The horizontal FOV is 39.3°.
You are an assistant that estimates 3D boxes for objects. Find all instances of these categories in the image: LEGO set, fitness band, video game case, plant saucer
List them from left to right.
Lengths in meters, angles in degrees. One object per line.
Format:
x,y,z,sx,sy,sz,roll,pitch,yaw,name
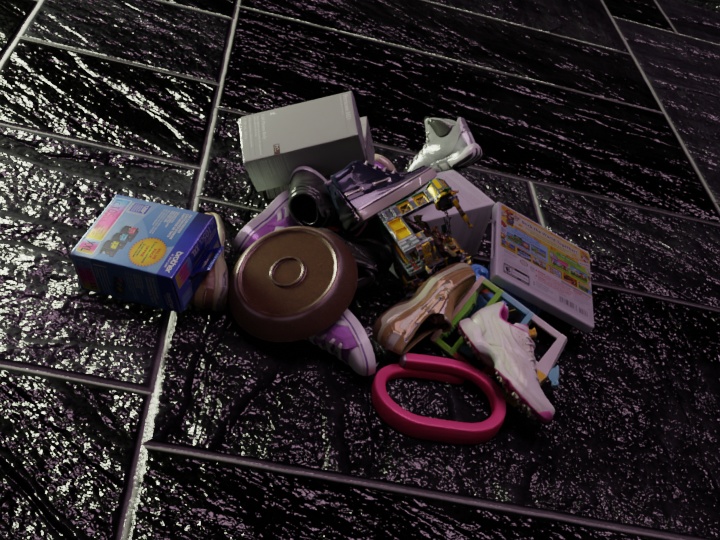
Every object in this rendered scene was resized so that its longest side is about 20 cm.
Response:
-0.104,0.010,1.472,0.198,0.035,0.202,-7,55,9,plant saucer
0.114,-0.031,1.579,0.152,0.201,0.116,-20,47,-15,LEGO set
0.113,0.183,1.447,0.197,0.038,0.144,9,36,-12,fitness band
0.301,-0.007,1.674,0.198,0.023,0.183,27,42,-16,video game case

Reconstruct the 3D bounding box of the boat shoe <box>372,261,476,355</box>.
0.113,0.064,1.517,0.199,0.072,0.076,-37,53,-23,boat shoe

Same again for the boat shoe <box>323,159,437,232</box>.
0.032,-0.146,1.610,0.199,0.075,0.093,-31,87,-35,boat shoe

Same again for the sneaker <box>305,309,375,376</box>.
-0.065,0.093,1.476,0.113,0.073,0.201,-25,56,-22,sneaker

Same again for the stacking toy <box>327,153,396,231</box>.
-0.010,-0.131,1.792,0.085,0.086,0.200,27,40,13,stacking toy

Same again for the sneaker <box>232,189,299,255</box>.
-0.119,-0.052,1.636,0.114,0.073,0.201,36,37,2,sneaker

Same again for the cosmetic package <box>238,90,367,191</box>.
-0.094,-0.214,1.674,0.198,0.090,0.108,-16,54,6,cosmetic package

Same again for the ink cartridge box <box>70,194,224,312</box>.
-0.290,-0.023,1.444,0.198,0.077,0.137,13,49,16,ink cartridge box

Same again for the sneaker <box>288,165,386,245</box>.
-0.038,-0.082,1.629,0.199,0.071,0.100,33,34,-10,sneaker

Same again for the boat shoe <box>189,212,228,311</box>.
-0.242,-0.019,1.529,0.073,0.076,0.201,2,37,-13,boat shoe

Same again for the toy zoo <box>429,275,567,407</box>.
0.220,0.114,1.530,0.199,0.131,0.020,38,-6,26,toy zoo

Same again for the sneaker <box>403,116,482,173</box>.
0.126,-0.220,1.859,0.075,0.199,0.117,-6,73,-57,sneaker

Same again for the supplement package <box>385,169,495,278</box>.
0.115,-0.084,1.746,0.199,0.118,0.117,-15,47,-40,supplement package

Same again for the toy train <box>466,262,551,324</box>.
0.239,0.045,1.660,0.198,0.087,0.115,-12,53,-39,toy train

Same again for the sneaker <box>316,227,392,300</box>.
0.000,0.000,1.590,0.199,0.076,0.115,14,32,-55,sneaker

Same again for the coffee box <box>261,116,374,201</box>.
-0.078,-0.197,1.777,0.197,0.080,0.114,-8,35,8,coffee box

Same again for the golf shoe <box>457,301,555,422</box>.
0.228,0.129,1.472,0.091,0.075,0.201,-37,65,-3,golf shoe
